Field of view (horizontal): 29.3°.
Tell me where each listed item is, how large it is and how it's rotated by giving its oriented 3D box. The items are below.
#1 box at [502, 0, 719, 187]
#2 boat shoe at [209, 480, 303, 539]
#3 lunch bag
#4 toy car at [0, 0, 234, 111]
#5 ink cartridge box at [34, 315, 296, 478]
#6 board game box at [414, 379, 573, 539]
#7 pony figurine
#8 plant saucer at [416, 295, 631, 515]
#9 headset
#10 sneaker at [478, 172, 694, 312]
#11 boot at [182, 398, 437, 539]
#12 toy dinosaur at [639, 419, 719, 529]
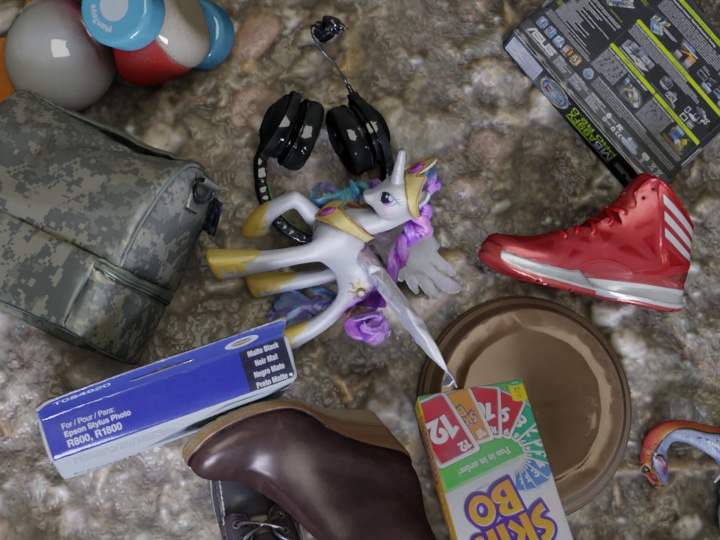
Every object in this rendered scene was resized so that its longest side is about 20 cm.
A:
[{"bbox_3d":[0.255,-0.190,1.281,0.160,0.044,0.200,-42,89,-15],"label":"box"},{"bbox_3d":[-0.077,0.229,1.131,0.071,0.065,0.202,-11,80,-9],"label":"boat shoe"},{"bbox_3d":[-0.228,-0.039,1.091,0.199,0.139,0.169,24,87,19],"label":"lunch bag"},{"bbox_3d":[-0.242,-0.211,1.159,0.199,0.184,0.178,-30,85,15],"label":"toy car"},{"bbox_3d":[-0.149,0.105,1.073,0.198,0.200,0.041,-19,79,-12],"label":"ink cartridge box"},{"bbox_3d":[0.114,0.188,1.128,0.095,0.030,0.201,-8,61,-11],"label":"board game box"},{"bbox_3d":[0.000,0.000,1.141,0.199,0.167,0.194,-21,127,13],"label":"pony figurine"},{"bbox_3d":[0.148,0.120,1.211,0.198,0.029,0.202,2,80,-9],"label":"plant saucer"},{"bbox_3d":[-0.033,-0.122,1.216,0.122,0.094,0.202,2,94,-14],"label":"headset"},{"bbox_3d":[0.204,-0.037,1.217,0.198,0.078,0.117,12,91,-21],"label":"sneaker"},{"bbox_3d":[-0.029,0.185,1.087,0.199,0.073,0.167,-1,49,-34],"label":"boot"},{"bbox_3d":[0.346,0.170,1.232,0.181,0.105,0.200,28,38,9],"label":"toy dinosaur"}]
